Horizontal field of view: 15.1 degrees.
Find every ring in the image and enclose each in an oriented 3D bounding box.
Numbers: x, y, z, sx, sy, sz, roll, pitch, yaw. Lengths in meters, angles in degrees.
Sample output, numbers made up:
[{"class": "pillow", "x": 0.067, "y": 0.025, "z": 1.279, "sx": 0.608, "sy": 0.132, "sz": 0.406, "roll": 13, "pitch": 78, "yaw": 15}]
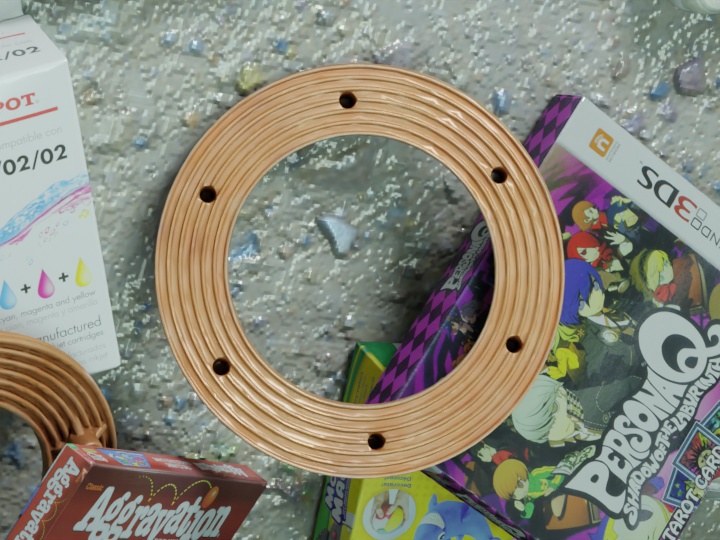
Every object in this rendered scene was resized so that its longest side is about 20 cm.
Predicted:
[{"class": "ring", "x": -0.201, "y": 0.112, "z": 1.239, "sx": 0.200, "sy": 0.019, "sz": 0.201, "roll": -21, "pitch": 136, "yaw": -21}, {"class": "ring", "x": 0.000, "y": 0.000, "z": 1.311, "sx": 0.200, "sy": 0.019, "sz": 0.201, "roll": 1, "pitch": 84, "yaw": -8}]

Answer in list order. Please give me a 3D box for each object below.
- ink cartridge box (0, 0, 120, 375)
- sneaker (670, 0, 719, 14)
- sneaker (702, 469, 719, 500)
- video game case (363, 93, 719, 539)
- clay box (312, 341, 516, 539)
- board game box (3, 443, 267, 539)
[{"class": "ink cartridge box", "x": -0.186, "y": -0.040, "z": 1.231, "sx": 0.115, "sy": 0.068, "sz": 0.200, "roll": -17, "pitch": 119, "yaw": -17}, {"class": "sneaker", "x": 0.244, "y": -0.177, "z": 1.352, "sx": 0.200, "sy": 0.081, "sz": 0.075, "roll": -24, "pitch": 122, "yaw": -11}, {"class": "sneaker", "x": 0.267, "y": 0.110, "z": 1.496, "sx": 0.200, "sy": 0.078, "sz": 0.082, "roll": -3, "pitch": 116, "yaw": -22}, {"class": "video game case", "x": 0.119, "y": 0.042, "z": 1.379, "sx": 0.181, "sy": 0.036, "sz": 0.200, "roll": 37, "pitch": 79, "yaw": -23}, {"class": "clay box", "x": 0.035, "y": 0.138, "z": 1.423, "sx": 0.115, "sy": 0.048, "sz": 0.200, "roll": 4, "pitch": 111, "yaw": -26}, {"class": "board game box", "x": -0.116, "y": 0.134, "z": 1.303, "sx": 0.103, "sy": 0.019, "sz": 0.200, "roll": -58, "pitch": 158, "yaw": 6}]
